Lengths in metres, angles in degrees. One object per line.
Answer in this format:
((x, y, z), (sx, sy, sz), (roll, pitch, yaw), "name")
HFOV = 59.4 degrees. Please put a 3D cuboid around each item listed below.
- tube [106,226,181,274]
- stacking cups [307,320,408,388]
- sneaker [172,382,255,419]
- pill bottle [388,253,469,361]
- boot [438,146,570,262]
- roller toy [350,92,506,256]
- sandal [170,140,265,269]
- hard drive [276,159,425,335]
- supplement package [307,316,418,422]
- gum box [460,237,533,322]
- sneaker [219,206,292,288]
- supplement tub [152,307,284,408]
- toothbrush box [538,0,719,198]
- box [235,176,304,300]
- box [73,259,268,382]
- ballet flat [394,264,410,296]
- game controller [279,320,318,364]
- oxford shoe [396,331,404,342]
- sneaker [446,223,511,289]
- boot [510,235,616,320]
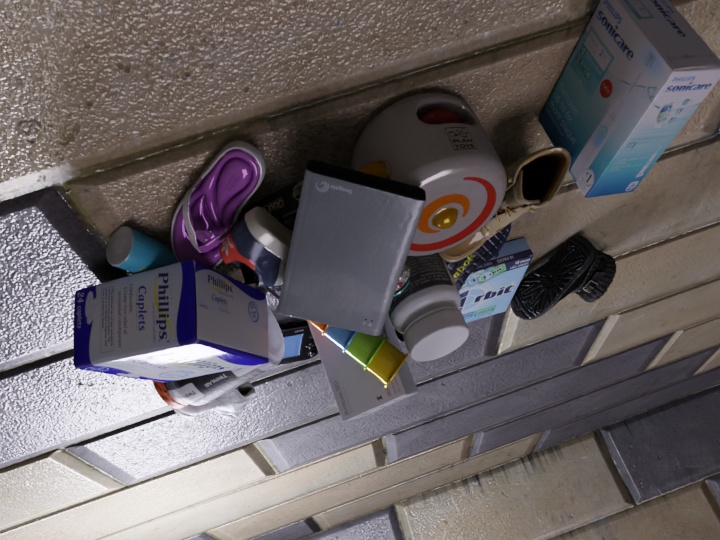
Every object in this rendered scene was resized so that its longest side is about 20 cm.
((-0.251, -0.002, 0.863), (0.076, 0.052, 0.199), (3, 165, 32), "tube")
((-0.022, 0.083, 0.917), (0.061, 0.198, 0.061), (-49, 172, -10), "stacking cups")
((-0.281, 0.231, 1.199), (0.080, 0.071, 0.198), (-43, 150, 18), "sneaker")
((0.084, 0.023, 0.954), (0.110, 0.204, 0.114), (-15, 149, -9), "pill bottle")
((0.193, -0.089, 0.875), (0.198, 0.073, 0.155), (-39, -176, -2), "boot")
((0.086, -0.114, 0.800), (0.179, 0.143, 0.199), (-30, 148, 15), "roller toy")
((-0.183, -0.069, 0.767), (0.081, 0.050, 0.205), (28, 122, -10), "sandal")
((-0.016, -0.021, 0.745), (0.135, 0.033, 0.204), (13, 125, -6), "hard drive")
((0.001, 0.124, 1.026), (0.108, 0.205, 0.156), (-24, 167, 8), "supplement package")
((0.222, 0.032, 1.207), (0.165, 0.045, 0.202), (-15, 149, -13), "gum box")
((-0.107, -0.003, 0.826), (0.084, 0.076, 0.200), (-36, 138, 10), "sneaker")
((-0.229, 0.134, 1.011), (0.196, 0.125, 0.122), (-29, 149, 12), "supplement tub")
((0.323, -0.215, 0.783), (0.083, 0.150, 0.202), (-8, 148, -20), "toothbrush box")
((-0.090, -0.037, 0.905), (0.158, 0.050, 0.200), (-25, 149, 10), "box")
((-0.252, 0.079, 0.865), (0.194, 0.108, 0.183), (-13, 161, 19), "box")
((0.000, 0.000, 0.876), (0.064, 0.076, 0.198), (47, 155, -18), "ballet flat")
((-0.160, 0.137, 1.139), (0.194, 0.043, 0.105), (-9, 147, -21), "game controller")
((0.078, 0.058, 1.129), (0.069, 0.075, 0.202), (-17, 149, -6), "oxford shoe")
((0.165, -0.034, 1.053), (0.200, 0.083, 0.074), (-45, 118, 5), "sneaker")
((0.414, 0.034, 1.275), (0.211, 0.080, 0.156), (-44, 143, 19), "boot")
